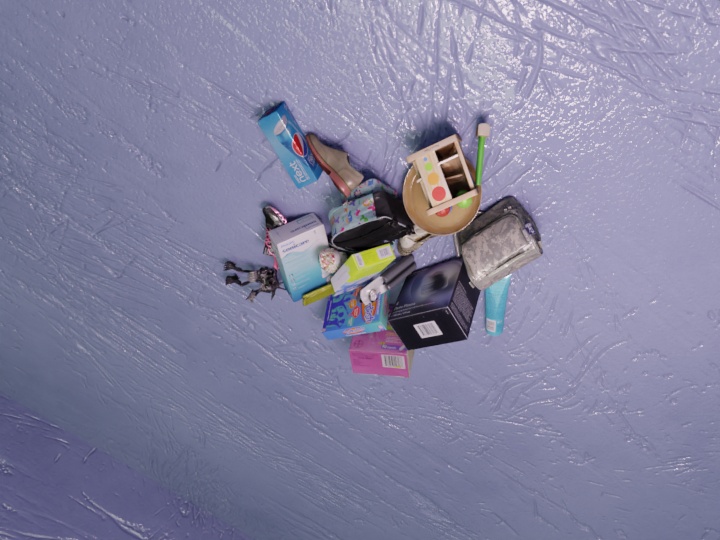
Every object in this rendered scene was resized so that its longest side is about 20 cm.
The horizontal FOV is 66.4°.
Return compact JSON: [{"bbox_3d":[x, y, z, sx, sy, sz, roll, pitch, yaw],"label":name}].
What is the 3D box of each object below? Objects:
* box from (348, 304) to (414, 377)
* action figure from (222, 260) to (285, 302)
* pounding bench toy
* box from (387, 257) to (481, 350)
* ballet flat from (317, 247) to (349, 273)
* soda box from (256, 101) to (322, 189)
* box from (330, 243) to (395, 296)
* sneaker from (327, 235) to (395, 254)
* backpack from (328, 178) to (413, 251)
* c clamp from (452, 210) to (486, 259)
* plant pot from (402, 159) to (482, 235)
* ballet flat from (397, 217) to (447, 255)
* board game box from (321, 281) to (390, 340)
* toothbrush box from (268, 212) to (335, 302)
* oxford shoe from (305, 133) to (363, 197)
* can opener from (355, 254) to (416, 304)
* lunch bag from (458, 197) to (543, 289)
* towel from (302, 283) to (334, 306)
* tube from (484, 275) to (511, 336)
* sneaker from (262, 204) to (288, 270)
[{"bbox_3d":[0.074,0.203,1.635,0.170,0.202,0.099,2,128,15],"label":"box"},{"bbox_3d":[-0.326,0.037,1.696,0.194,0.103,0.122,13,119,9],"label":"action figure"},{"bbox_3d":[0.229,-0.226,1.266,0.196,0.124,0.160,-22,94,18],"label":"pounding bench toy"},{"bbox_3d":[0.203,0.089,1.495,0.196,0.200,0.124,-17,120,37],"label":"box"},{"bbox_3d":[-0.055,-0.026,1.530,0.062,0.199,0.078,-12,81,18],"label":"ballet flat"},{"bbox_3d":[-0.175,-0.316,1.399,0.066,0.065,0.202,-16,121,27],"label":"soda box"},{"bbox_3d":[0.000,0.000,1.471,0.049,0.119,0.200,66,151,12],"label":"box"},{"bbox_3d":[0.002,-0.059,1.539,0.194,0.079,0.088,8,138,15],"label":"sneaker"},{"bbox_3d":[0.015,-0.130,1.405,0.197,0.155,0.176,-26,156,29],"label":"backpack"},{"bbox_3d":[0.281,-0.070,1.474,0.166,0.027,0.204,1,127,16],"label":"c clamp"},{"bbox_3d":[0.202,-0.191,1.360,0.194,0.027,0.207,3,100,15],"label":"plant pot"},{"bbox_3d":[0.156,-0.103,1.451,0.198,0.070,0.074,-29,157,35],"label":"ballet flat"},{"bbox_3d":[-0.011,0.115,1.623,0.195,0.155,0.045,-13,137,25],"label":"board game box"},{"bbox_3d":[-0.161,-0.036,1.552,0.143,0.085,0.204,-25,128,-16],"label":"toothbrush box"},{"bbox_3d":[-0.065,-0.275,1.368,0.074,0.071,0.202,-37,73,0],"label":"oxford shoe"},{"bbox_3d":[0.070,0.021,1.529,0.066,0.198,0.054,35,154,50],"label":"can opener"},{"bbox_3d":[0.347,-0.057,1.356,0.198,0.170,0.139,-34,118,26],"label":"lunch bag"},{"bbox_3d":[-0.076,0.055,1.592,0.195,0.018,0.086,-23,162,-13],"label":"towel"},{"bbox_3d":[0.383,0.090,1.558,0.075,0.051,0.205,1,123,10],"label":"tube"},{"bbox_3d":[-0.243,-0.087,1.567,0.078,0.094,0.204,28,145,51],"label":"sneaker"}]
